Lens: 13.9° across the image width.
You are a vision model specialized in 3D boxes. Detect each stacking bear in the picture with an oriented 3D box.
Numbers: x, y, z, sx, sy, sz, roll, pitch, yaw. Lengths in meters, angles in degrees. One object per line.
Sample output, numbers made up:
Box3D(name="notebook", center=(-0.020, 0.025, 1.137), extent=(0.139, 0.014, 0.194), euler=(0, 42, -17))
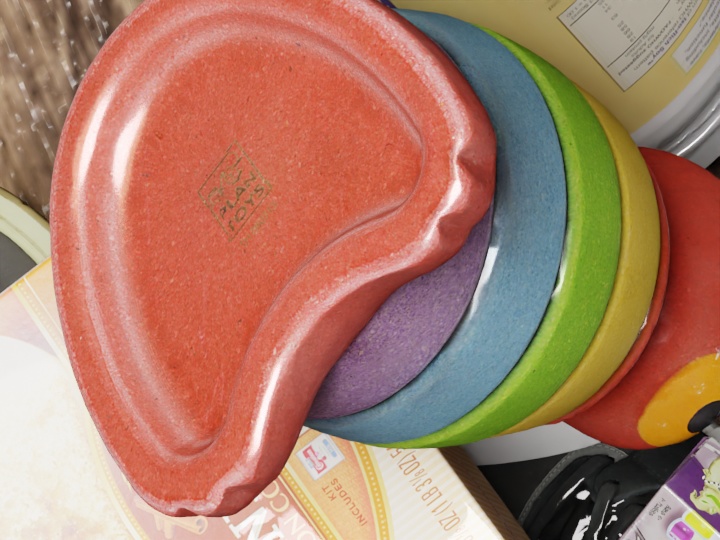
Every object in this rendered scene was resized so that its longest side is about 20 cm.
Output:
Box3D(name="stacking bear", center=(0.030, -0.003, 0.735), extent=(0.121, 0.200, 0.114), euler=(-51, 53, 21))

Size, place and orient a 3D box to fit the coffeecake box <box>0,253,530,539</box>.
Box3D(name="coffeecake box", center=(-0.069, 0.087, 0.811), extent=(0.200, 0.073, 0.154), euler=(-38, 75, 4))

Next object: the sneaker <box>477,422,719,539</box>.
Box3D(name="sneaker", center=(0.092, 0.087, 0.830), extent=(0.200, 0.088, 0.076), euler=(33, 98, 26))

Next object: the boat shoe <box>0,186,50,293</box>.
Box3D(name="boat shoe", center=(-0.082, 0.050, 0.897), extent=(0.066, 0.072, 0.201), euler=(-40, 66, -13))

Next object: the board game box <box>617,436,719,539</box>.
Box3D(name="board game box", center=(0.087, 0.141, 0.783), extent=(0.120, 0.032, 0.200), euler=(39, 138, 7))

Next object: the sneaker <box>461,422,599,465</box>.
Box3D(name="sneaker", center=(0.000, 0.000, 0.870), extent=(0.200, 0.085, 0.073), euler=(10, 46, 31))

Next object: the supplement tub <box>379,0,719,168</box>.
Box3D(name="supplement tub", center=(0.028, -0.107, 0.810), extent=(0.145, 0.200, 0.146), euler=(-11, 64, 24))
